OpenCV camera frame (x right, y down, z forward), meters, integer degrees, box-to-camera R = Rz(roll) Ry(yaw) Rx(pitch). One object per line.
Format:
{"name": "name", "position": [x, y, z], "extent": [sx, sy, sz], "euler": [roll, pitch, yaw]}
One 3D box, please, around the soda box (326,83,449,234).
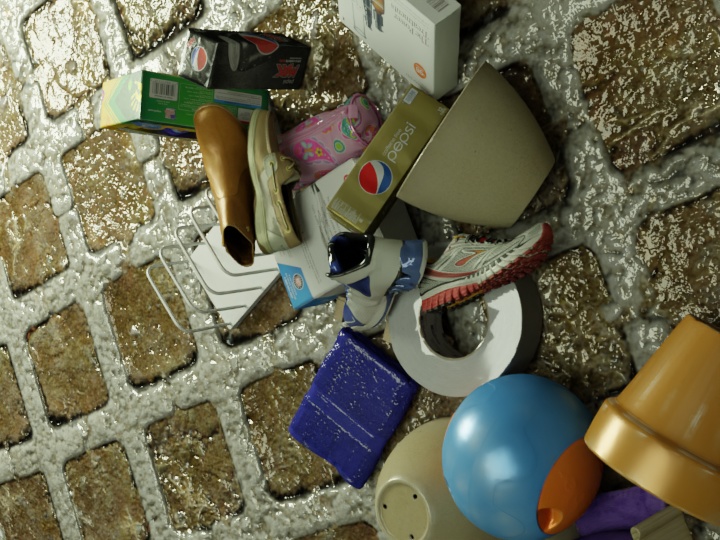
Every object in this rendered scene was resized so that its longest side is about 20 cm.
{"name": "soda box", "position": [0.037, -0.139, 1.629], "extent": [0.064, 0.068, 0.201], "euler": [34, 85, 9]}

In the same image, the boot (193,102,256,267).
{"name": "boot", "position": [-0.179, -0.115, 1.709], "extent": [0.070, 0.145, 0.203], "euler": [-13, 133, 11]}

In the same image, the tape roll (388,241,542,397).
{"name": "tape roll", "position": [0.136, 0.064, 1.627], "extent": [0.198, 0.066, 0.204], "euler": [0, 90, 33]}

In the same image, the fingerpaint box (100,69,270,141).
{"name": "fingerpaint box", "position": [-0.257, -0.232, 1.799], "extent": [0.166, 0.198, 0.075], "euler": [3, 89, 58]}

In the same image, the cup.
{"name": "cup", "position": [0.156, -0.135, 1.543], "extent": [0.142, 0.201, 0.201], "euler": [35, 119, 1]}

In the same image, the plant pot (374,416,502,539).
{"name": "plant pot", "position": [0.096, 0.311, 1.670], "extent": [0.198, 0.134, 0.204], "euler": [6, 100, 37]}

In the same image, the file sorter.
{"name": "file sorter", "position": [-0.214, -0.018, 1.877], "extent": [0.200, 0.124, 0.140], "euler": [-47, 68, 33]}

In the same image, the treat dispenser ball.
{"name": "treat dispenser ball", "position": [0.198, 0.229, 1.523], "extent": [0.199, 0.200, 0.204], "euler": [6, 100, 37]}

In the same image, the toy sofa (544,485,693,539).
{"name": "toy sofa", "position": [0.301, 0.320, 1.502], "extent": [0.199, 0.082, 0.099], "euler": [-29, 82, 57]}

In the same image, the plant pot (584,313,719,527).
{"name": "plant pot", "position": [0.382, 0.159, 1.398], "extent": [0.199, 0.199, 0.185], "euler": [31, 100, 31]}

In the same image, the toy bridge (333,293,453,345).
{"name": "toy bridge", "position": [0.050, 0.068, 1.740], "extent": [0.198, 0.027, 0.068], "euler": [21, 109, 33]}

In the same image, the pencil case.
{"name": "pencil case", "position": [-0.059, -0.177, 1.755], "extent": [0.198, 0.087, 0.089], "euler": [-20, 84, 38]}

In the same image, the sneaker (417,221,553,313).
{"name": "sneaker", "position": [0.148, -0.016, 1.538], "extent": [0.198, 0.077, 0.083], "euler": [-26, 75, 29]}

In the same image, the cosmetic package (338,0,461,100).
{"name": "cosmetic package", "position": [0.047, -0.337, 1.621], "extent": [0.200, 0.051, 0.151], "euler": [45, 162, 25]}

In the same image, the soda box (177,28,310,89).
{"name": "soda box", "position": [-0.161, -0.297, 1.746], "extent": [0.063, 0.199, 0.072], "euler": [29, 113, 30]}

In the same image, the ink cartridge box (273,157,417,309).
{"name": "ink cartridge box", "position": [-0.029, -0.052, 1.748], "extent": [0.199, 0.084, 0.146], "euler": [-29, 77, 38]}

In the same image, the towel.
{"name": "towel", "position": [-0.008, 0.197, 1.794], "extent": [0.147, 0.049, 0.202], "euler": [36, 117, 18]}

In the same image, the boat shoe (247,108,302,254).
{"name": "boat shoe", "position": [-0.114, -0.126, 1.723], "extent": [0.065, 0.074, 0.203], "euler": [-6, 92, 14]}

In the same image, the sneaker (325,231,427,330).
{"name": "sneaker", "position": [0.000, 0.000, 1.610], "extent": [0.200, 0.114, 0.082], "euler": [131, 152, -58]}
